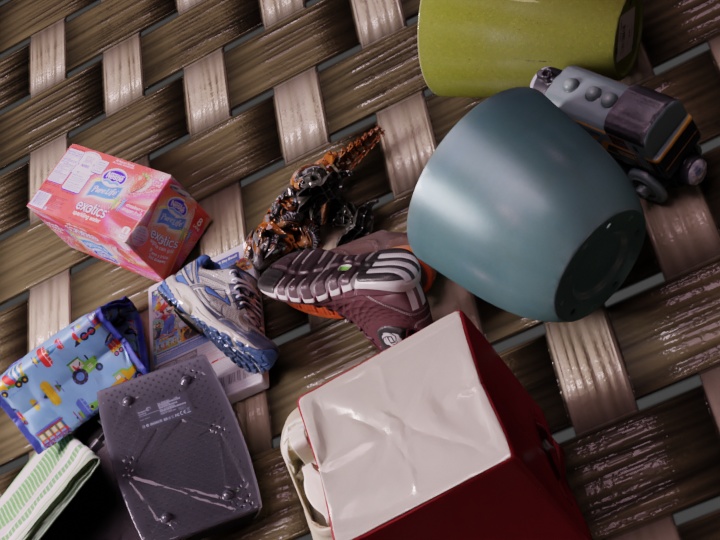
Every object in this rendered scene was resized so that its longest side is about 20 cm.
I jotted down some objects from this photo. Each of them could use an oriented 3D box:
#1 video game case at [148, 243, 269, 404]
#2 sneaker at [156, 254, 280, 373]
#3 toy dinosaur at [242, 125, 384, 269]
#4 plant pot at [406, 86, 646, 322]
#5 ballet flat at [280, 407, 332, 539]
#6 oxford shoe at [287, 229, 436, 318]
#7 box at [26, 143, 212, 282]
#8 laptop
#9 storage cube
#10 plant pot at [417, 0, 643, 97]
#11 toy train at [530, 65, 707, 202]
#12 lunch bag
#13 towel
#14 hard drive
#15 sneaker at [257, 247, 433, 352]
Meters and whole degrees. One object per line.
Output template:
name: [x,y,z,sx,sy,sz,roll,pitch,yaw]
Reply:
video game case: [-0.171,0.072,1.703,0.143,0.018,0.201,-24,48,18]
sneaker: [-0.141,0.036,1.645,0.085,0.077,0.200,-46,45,-10]
toy dinosaur: [-0.051,-0.082,1.692,0.136,0.102,0.201,33,101,61]
plant pot: [0.169,-0.046,1.443,0.201,0.201,0.161,-47,57,-5]
ballet flat: [-0.041,0.192,1.490,0.069,0.070,0.200,-33,45,8]
oxford shoe: [0.000,0.000,1.620,0.199,0.072,0.073,-7,30,29]
box: [-0.289,-0.070,1.835,0.199,0.095,0.103,18,69,41]
laptop: [-0.295,0.274,1.639,0.188,0.116,0.200,-51,17,-10]
storage cube: [0.071,0.179,1.343,0.199,0.180,0.172,-28,46,12]
plant pot: [0.189,-0.261,1.617,0.199,0.187,0.188,14,65,25]
toy train: [0.252,-0.144,1.511,0.085,0.114,0.200,-49,45,-9]
lunch bag: [-0.316,0.100,1.709,0.150,0.094,0.200,-36,12,2]
towel: [-0.341,0.237,1.596,0.153,0.023,0.200,-51,16,-10]
hard drive: [-0.185,0.189,1.568,0.134,0.042,0.201,-19,53,-9]
sneaker: [-0.011,0.042,1.552,0.199,0.116,0.076,1,36,41]
